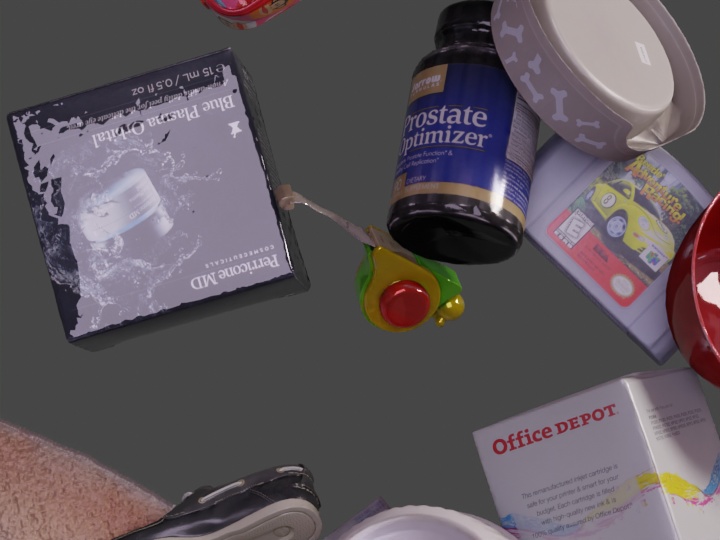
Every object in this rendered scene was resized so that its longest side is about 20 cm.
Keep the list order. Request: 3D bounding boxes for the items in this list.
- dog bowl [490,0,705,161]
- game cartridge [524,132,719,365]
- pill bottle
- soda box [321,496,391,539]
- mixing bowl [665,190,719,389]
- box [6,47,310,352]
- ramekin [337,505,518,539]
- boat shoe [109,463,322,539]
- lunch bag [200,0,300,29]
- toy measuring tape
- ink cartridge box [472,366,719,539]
[{"bbox_3d":[0.188,-0.175,1.713,0.059,0.200,0.200,-39,80,36],"label":"dog bowl"},{"bbox_3d":[0.224,-0.036,1.762,0.200,0.041,0.133,44,84,8],"label":"game cartridge"},{"bbox_3d":[0.090,-0.114,1.731,0.112,0.112,0.200,8,68,5],"label":"pill bottle"},{"bbox_3d":[-0.046,0.266,1.685,0.200,0.070,0.063,-34,80,-28],"label":"soda box"},{"bbox_3d":[0.316,0.024,1.670,0.200,0.108,0.201,6,76,-24],"label":"mixing bowl"},{"bbox_3d":[-0.165,-0.056,1.753,0.196,0.117,0.200,-17,83,2],"label":"box"},{"bbox_3d":[0.046,0.267,1.575,0.202,0.094,0.203,-5,68,14],"label":"ramekin"},{"bbox_3d":[-0.128,0.215,1.751,0.200,0.072,0.068,-19,45,8],"label":"boat shoe"},{"bbox_3d":[-0.109,-0.311,1.802,0.176,0.082,0.200,-32,80,4],"label":"lunch bag"},{"bbox_3d":[0.000,0.000,1.733,0.200,0.074,0.074,27,85,-26],"label":"toy measuring tape"},{"bbox_3d":[0.205,0.191,1.657,0.145,0.145,0.200,-21,81,31],"label":"ink cartridge box"}]
